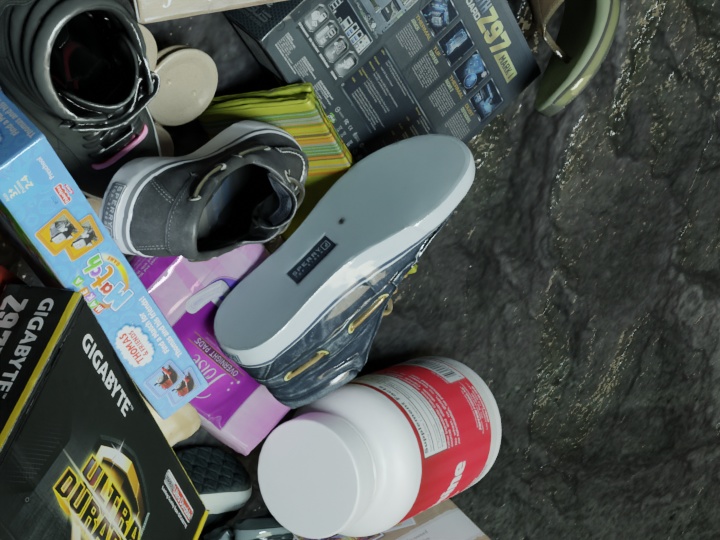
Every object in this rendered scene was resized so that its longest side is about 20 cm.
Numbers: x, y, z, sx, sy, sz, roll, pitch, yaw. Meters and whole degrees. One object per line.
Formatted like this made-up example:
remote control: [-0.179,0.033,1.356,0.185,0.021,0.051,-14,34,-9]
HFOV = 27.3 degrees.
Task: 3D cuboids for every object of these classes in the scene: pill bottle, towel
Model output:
pill bottle: [0.015,0.133,1.106,0.200,0.112,0.112,-12,130,-58]
towel: [-0.033,-0.054,0.992,0.200,0.086,0.018,56,39,-50]

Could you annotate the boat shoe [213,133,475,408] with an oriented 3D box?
boat shoe: [0.000,0.000,0.957,0.200,0.071,0.091,-40,142,-3]

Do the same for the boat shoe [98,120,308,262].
boat shoe: [-0.068,-0.042,0.842,0.200,0.066,0.070,-19,123,-66]

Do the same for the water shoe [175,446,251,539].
water shoe: [-0.164,0.176,1.050,0.200,0.072,0.079,2,124,-43]

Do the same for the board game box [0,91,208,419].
board game box: [-0.163,-0.027,0.757,0.037,0.151,0.200,-40,140,-11]

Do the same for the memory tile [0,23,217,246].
memory tile: [-0.181,-0.084,0.827,0.200,0.017,0.153,20,105,-50]

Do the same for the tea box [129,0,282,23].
tea box: [-0.036,-0.246,0.731,0.200,0.134,0.197,-11,121,-13]

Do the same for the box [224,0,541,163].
box: [0.021,-0.149,0.977,0.158,0.051,0.200,-44,139,-5]

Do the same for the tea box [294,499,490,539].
tea box: [-0.009,0.293,1.219,0.200,0.134,0.197,-25,134,-26]

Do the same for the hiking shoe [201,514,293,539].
hiking shoe: [-0.122,0.252,1.088,0.200,0.087,0.074,-34,157,31]

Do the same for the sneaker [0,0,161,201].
sneaker: [-0.139,-0.084,0.776,0.071,0.099,0.200,-42,142,-13]

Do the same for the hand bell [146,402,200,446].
hand bell: [-0.179,0.170,0.931,0.104,0.104,0.200,51,48,-50]

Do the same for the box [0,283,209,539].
box: [-0.149,0.130,0.724,0.200,0.049,0.160,71,33,-47]

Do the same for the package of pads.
package of pads: [-0.100,0.033,0.991,0.121,0.076,0.200,-48,140,-5]

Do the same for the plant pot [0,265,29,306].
plant pot: [-0.246,0.091,0.774,0.176,0.200,0.200,26,71,-56]

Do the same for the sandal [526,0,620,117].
sandal: [0.143,-0.201,1.015,0.057,0.080,0.201,14,82,-13]
